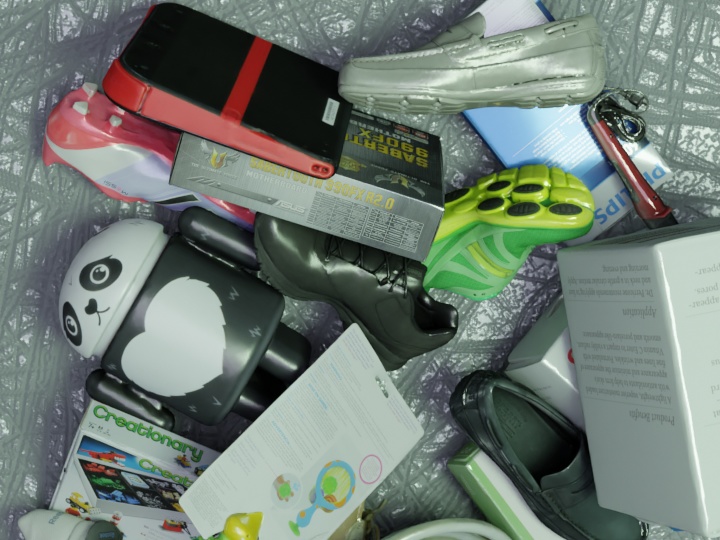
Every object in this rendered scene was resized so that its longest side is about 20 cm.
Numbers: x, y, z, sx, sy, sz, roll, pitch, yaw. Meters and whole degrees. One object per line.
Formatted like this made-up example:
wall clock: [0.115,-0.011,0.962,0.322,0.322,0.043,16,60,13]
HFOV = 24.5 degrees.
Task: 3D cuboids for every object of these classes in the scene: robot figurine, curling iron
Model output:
robot figurine: [-0.137,0.043,1.292,0.199,0.125,0.151,30,65,-6]
curling iron: [0.232,-0.053,1.269,0.049,0.026,0.201,-27,92,-1]

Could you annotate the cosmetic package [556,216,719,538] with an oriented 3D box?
cosmetic package: [0.259,0.067,1.179,0.164,0.165,0.201,-11,93,-17]

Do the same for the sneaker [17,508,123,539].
sneaker: [-0.253,0.283,1.361,0.087,0.074,0.201,20,106,21]

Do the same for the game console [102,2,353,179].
game console: [-0.092,-0.135,1.232,0.176,0.200,0.031,23,114,-6]

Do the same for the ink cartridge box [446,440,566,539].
ink cartridge box: [0.189,0.150,1.359,0.200,0.048,0.146,-40,99,-19]

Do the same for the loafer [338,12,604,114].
loafer: [0.082,-0.156,1.236,0.199,0.070,0.070,-3,85,-4]

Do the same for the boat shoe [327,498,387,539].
boat shoe: [-0.021,0.233,1.357,0.062,0.073,0.201,14,109,-11]

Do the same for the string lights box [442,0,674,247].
string lights box: [0.145,-0.123,1.308,0.103,0.059,0.200,-38,98,5]

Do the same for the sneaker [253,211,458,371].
sneaker: [0.000,0.000,1.278,0.090,0.076,0.200,-18,136,39]

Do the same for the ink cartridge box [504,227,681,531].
ink cartridge box: [0.236,0.087,1.309,0.200,0.085,0.145,42,73,-6]

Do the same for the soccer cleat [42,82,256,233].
soccer cleat: [-0.157,-0.075,1.315,0.199,0.067,0.077,28,128,-11]

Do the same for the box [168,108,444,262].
box: [-0.037,-0.085,1.255,0.199,0.159,0.049,17,113,-5]

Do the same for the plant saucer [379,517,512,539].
plant saucer: [0.036,0.268,1.328,0.199,0.050,0.201,-15,127,-21]

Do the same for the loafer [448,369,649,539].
loafer: [0.152,0.154,1.285,0.200,0.070,0.068,44,73,-12]

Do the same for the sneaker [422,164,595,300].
sneaker: [0.105,-0.025,1.288,0.199,0.074,0.084,-13,121,42]

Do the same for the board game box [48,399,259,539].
board game box: [-0.142,0.188,1.327,0.199,0.035,0.126,24,135,-5]

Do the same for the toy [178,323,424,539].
toy: [-0.050,0.146,1.264,0.200,0.047,0.115,-46,118,-29]
